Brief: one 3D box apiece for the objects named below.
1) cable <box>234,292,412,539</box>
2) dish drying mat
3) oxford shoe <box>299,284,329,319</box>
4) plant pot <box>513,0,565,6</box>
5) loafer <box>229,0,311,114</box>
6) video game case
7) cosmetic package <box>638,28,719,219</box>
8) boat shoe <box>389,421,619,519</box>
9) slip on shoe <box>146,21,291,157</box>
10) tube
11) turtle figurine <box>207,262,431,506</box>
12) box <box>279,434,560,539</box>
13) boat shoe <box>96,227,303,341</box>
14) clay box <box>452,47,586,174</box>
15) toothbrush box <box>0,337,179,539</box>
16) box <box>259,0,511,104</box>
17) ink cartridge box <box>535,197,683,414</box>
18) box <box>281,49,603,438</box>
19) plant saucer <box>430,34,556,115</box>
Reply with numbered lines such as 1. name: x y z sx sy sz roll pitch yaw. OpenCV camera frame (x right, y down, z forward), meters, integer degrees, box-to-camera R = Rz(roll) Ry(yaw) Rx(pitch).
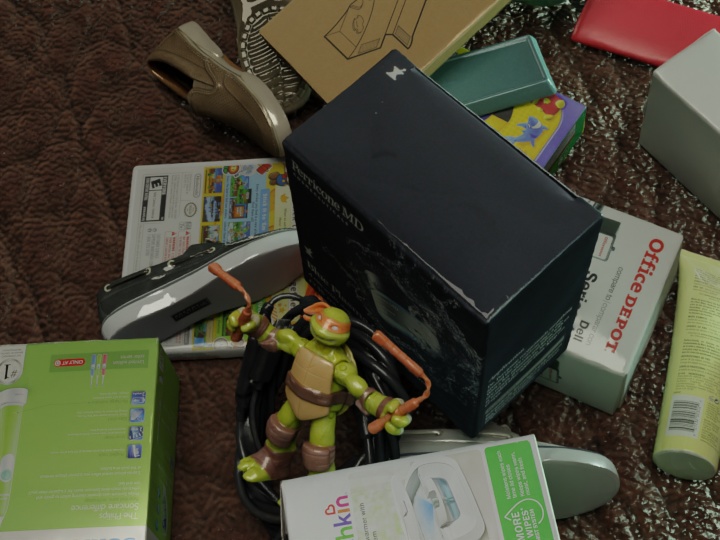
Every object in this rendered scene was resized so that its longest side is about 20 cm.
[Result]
1. cable: -0.035 0.126 0.901 0.162 0.051 0.202 21 101 34
2. dish drying mat: 0.313 -0.227 1.128 0.199 0.018 0.077 21 66 15
3. oxford shoe: 0.000 0.000 0.996 0.072 0.071 0.201 26 56 -7
4. plant pot: 0.172 -0.358 1.120 0.199 0.201 0.162 21 86 16
5. loafer: -0.091 -0.246 1.152 0.075 0.068 0.202 -17 77 5
6. video game case: -0.127 -0.014 1.052 0.180 0.023 0.202 -3 60 4
7. cosmetic package: 0.342 -0.100 1.003 0.081 0.113 0.200 -33 65 -12
8. boat shoe: 0.104 0.154 0.914 0.198 0.072 0.066 -4 39 3
9. slip on shoe: -0.137 -0.168 1.106 0.060 0.076 0.200 -32 60 -18
10. tube: 0.287 0.074 0.952 0.052 0.058 0.201 -16 45 47
11. turtle figurine: -0.041 0.086 0.836 0.199 0.163 0.064 26 22 24
12. box: 0.045 0.211 0.810 0.175 0.200 0.097 -10 60 1
13. boat shoe: -0.137 0.004 0.992 0.199 0.069 0.057 -24 60 -6
14. clay box: 0.099 -0.145 1.087 0.199 0.048 0.115 29 68 19
15. toothbrush box: -0.230 0.164 0.927 0.144 0.086 0.202 -4 60 3
16. box: 0.023 -0.241 1.068 0.200 0.021 0.164 -43 63 0
17. ink cartridge box: 0.155 0.010 0.975 0.199 0.083 0.147 22 66 16
18. box: 0.054 -0.014 0.833 0.117 0.201 0.197 -40 66 -19
19. plant saucer: 0.078 -0.168 1.064 0.198 0.019 0.070 -16 62 -1
